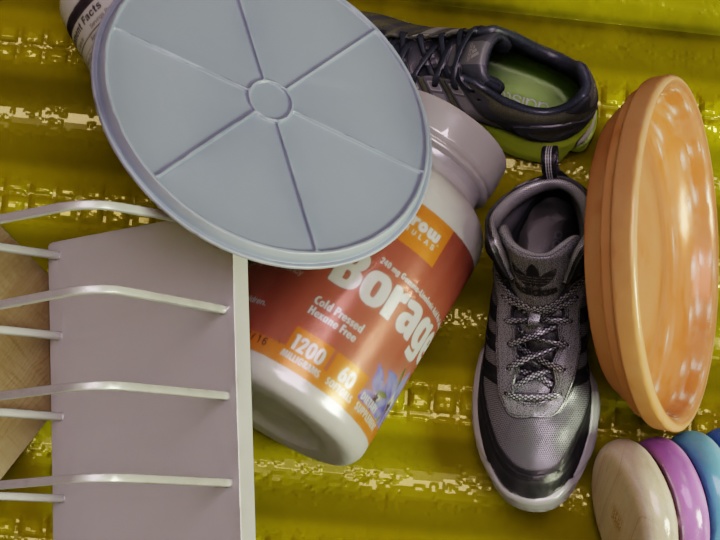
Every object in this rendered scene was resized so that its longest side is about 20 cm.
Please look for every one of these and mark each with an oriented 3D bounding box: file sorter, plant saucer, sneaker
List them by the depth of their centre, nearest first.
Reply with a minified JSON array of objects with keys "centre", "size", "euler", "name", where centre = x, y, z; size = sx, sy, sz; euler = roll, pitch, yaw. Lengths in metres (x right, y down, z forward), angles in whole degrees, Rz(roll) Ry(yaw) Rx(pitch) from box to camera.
[{"centre":[-0.148,0.069,1.208],"size":[0.138,0.124,0.202],"euler":[-9,78,35],"name":"file sorter"},{"centre":[0.164,-0.010,1.290],"size":[0.037,0.200,0.202],"euler":[-1,71,22],"name":"plant saucer"},{"centre":[0.099,0.029,1.295],"size":[0.075,0.114,0.201],"euler":[3,71,10],"name":"sneaker"},{"centre":[0.052,-0.123,1.358],"size":[0.199,0.081,0.074],"euler":[10,72,-4],"name":"sneaker"}]

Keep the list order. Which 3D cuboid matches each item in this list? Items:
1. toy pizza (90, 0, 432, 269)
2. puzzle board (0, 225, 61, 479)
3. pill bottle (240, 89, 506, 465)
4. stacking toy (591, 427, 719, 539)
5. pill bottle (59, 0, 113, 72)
[{"centre":[-0.054,-0.084,1.234],"size":[0.199,0.032,0.201],"euler":[14,54,-21],"name":"toy pizza"},{"centre":[-0.247,0.058,1.254],"size":[0.151,0.017,0.200],"euler":[48,58,-19],"name":"puzzle board"},{"centre":[0.000,0.000,1.298],"size":[0.112,0.112,0.201],"euler":[30,72,3],"name":"pill bottle"},{"centre":[0.238,0.121,1.315],"size":[0.199,0.085,0.086],"euler":[-11,75,-17],"name":"stacking toy"},{"centre":[-0.107,-0.137,1.328],"size":[0.111,0.111,0.201],"euler":[-26,78,-14],"name":"pill bottle"}]
